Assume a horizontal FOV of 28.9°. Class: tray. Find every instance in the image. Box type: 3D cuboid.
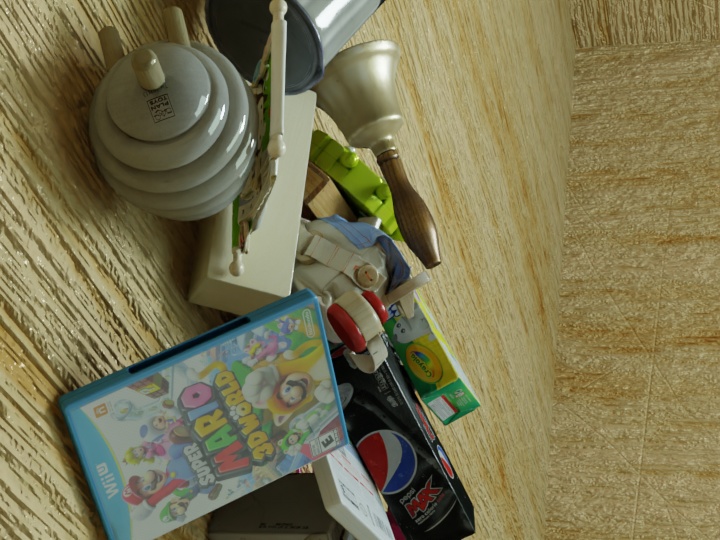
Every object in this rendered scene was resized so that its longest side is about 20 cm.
[{"bbox_3d":[-0.044,-0.066,1.387,0.037,0.099,0.200,-46,155,-6],"label":"tray"}]

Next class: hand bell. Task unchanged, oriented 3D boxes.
[{"bbox_3d":[0.028,-0.095,1.257,0.201,0.104,0.104,66,11,14],"label":"hand bell"}]

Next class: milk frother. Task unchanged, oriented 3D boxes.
[{"bbox_3d":[-0.062,-0.235,1.238,0.188,0.179,0.201,-51,157,-36],"label":"milk frother"}]

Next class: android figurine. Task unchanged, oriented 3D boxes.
[{"bbox_3d":[-0.013,-0.090,1.393,0.041,0.182,0.200,-50,-172,-6],"label":"android figurine"}]

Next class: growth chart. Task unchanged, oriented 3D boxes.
[{"bbox_3d":[-0.080,-0.104,1.090,0.200,0.018,0.146,117,-27,-58],"label":"growth chart"}]

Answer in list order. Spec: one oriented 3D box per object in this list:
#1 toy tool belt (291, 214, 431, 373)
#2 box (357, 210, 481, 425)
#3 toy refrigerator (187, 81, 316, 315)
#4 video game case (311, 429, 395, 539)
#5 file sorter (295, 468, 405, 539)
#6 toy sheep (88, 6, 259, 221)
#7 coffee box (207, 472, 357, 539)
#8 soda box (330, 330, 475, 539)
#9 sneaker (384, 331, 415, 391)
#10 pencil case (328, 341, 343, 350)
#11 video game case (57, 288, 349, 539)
[{"bbox_3d":[0.000,0.000,1.230,0.125,0.123,0.200,59,-14,-22],"label":"toy tool belt"},{"bbox_3d":[0.044,0.044,1.356,0.201,0.048,0.117,64,5,24],"label":"box"},{"bbox_3d":[-0.095,-0.065,1.217,0.070,0.075,0.202,138,-38,-60],"label":"toy refrigerator"},{"bbox_3d":[-0.024,0.146,1.232,0.143,0.018,0.201,53,14,-53],"label":"video game case"},{"bbox_3d":[-0.004,0.215,1.439,0.200,0.138,0.127,51,40,-66],"label":"file sorter"},{"bbox_3d":[-0.137,-0.108,1.011,0.200,0.136,0.139,61,31,-68],"label":"toy sheep"},{"bbox_3d":[-0.058,0.286,1.293,0.080,0.113,0.201,-72,156,-52],"label":"coffee box"},{"bbox_3d":[0.035,0.157,1.279,0.201,0.063,0.071,62,9,-8],"label":"soda box"},{"bbox_3d":[0.016,0.101,1.477,0.091,0.066,0.200,-62,-167,-17],"label":"sneaker"},{"bbox_3d":[-0.021,0.031,1.491,0.201,0.088,0.089,-69,153,-54],"label":"pencil case"},{"bbox_3d":[-0.109,0.112,1.027,0.018,0.199,0.144,42,-30,51],"label":"video game case"}]
